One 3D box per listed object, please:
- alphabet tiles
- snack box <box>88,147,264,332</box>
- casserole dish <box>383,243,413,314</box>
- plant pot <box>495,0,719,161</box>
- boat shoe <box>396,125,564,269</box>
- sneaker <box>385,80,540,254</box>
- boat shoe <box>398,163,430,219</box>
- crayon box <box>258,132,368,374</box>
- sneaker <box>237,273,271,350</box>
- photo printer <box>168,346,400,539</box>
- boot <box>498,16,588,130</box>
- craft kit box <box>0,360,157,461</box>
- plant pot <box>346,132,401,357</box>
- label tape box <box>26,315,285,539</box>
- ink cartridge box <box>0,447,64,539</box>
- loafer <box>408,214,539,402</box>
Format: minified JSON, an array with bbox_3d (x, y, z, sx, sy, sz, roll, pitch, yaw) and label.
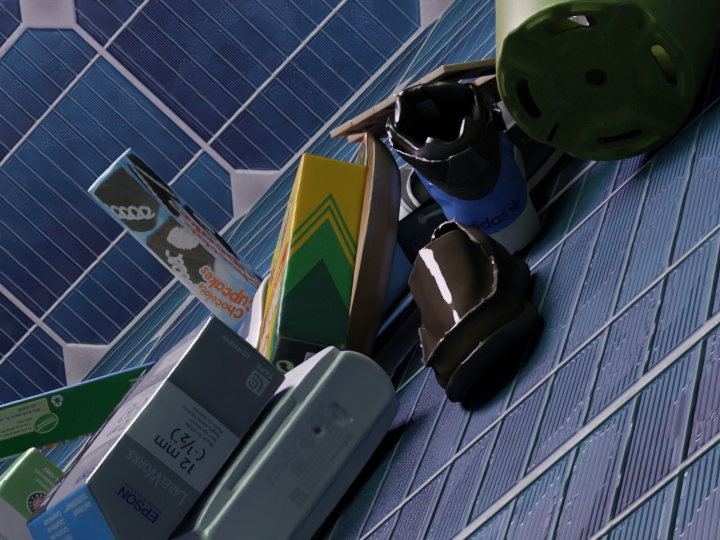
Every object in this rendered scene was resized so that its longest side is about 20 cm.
[{"bbox_3d":[0.079,-0.128,1.562,0.167,0.008,0.200,-12,-6,-31],"label":"alphabet tiles"},{"bbox_3d":[-0.134,-0.014,1.768,0.037,0.200,0.116,-45,7,6],"label":"snack box"},{"bbox_3d":[-0.018,0.040,1.739,0.200,0.039,0.121,-50,8,-12],"label":"casserole dish"},{"bbox_3d":[0.158,-0.172,1.367,0.200,0.200,0.190,-41,21,39],"label":"plant pot"},{"bbox_3d":[0.097,-0.076,1.593,0.200,0.062,0.073,-50,8,-23],"label":"boat shoe"},{"bbox_3d":[0.063,-0.093,1.489,0.077,0.111,0.200,-25,26,6],"label":"sneaker"},{"bbox_3d":[0.064,-0.076,1.760,0.057,0.069,0.200,-50,3,22],"label":"boat shoe"},{"bbox_3d":[-0.036,0.010,1.526,0.127,0.051,0.200,108,172,-49],"label":"crayon box"},{"bbox_3d":[-0.070,0.097,1.594,0.085,0.075,0.200,115,175,-45],"label":"sneaker"},{"bbox_3d":[-0.070,0.140,1.371,0.166,0.069,0.200,-53,8,-26],"label":"photo printer"},{"bbox_3d":[0.185,-0.195,1.762,0.182,0.073,0.200,-50,0,-33],"label":"boot"},{"bbox_3d":[-0.214,0.109,1.677,0.200,0.049,0.198,-16,0,3],"label":"craft kit box"},{"bbox_3d":[0.000,0.000,1.579,0.200,0.027,0.200,-169,90,-84],"label":"plant pot"},{"bbox_3d":[-0.145,0.134,1.318,0.200,0.066,0.143,-51,8,-27],"label":"label tape box"},{"bbox_3d":[-0.254,0.252,1.544,0.200,0.145,0.088,-51,8,-25],"label":"ink cartridge box"},{"bbox_3d":[0.056,0.019,1.280,0.073,0.071,0.200,-46,7,11],"label":"loafer"}]
